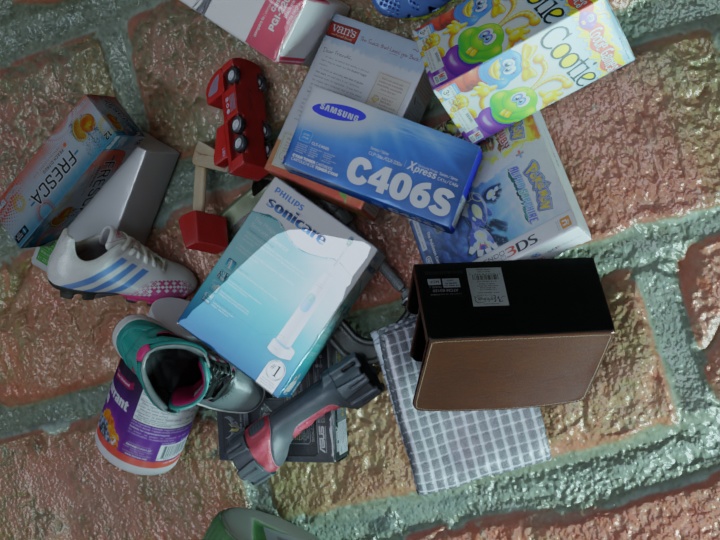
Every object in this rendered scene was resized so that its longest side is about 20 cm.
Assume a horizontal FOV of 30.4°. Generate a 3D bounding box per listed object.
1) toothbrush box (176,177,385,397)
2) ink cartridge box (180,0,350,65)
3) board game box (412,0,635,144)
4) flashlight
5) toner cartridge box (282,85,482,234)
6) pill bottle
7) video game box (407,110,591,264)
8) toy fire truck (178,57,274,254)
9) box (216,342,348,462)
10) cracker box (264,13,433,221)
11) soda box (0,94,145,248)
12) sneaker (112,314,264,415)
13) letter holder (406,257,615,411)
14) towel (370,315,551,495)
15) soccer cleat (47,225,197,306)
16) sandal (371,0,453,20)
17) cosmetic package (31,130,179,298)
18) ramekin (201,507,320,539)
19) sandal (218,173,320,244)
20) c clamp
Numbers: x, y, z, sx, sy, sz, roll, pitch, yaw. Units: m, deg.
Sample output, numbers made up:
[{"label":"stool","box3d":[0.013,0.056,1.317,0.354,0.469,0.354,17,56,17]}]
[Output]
[{"label":"toothbrush box","box3d":[-0.087,0.020,1.495,0.146,0.085,0.201,34,91,9]},{"label":"ink cartridge box","box3d":[-0.130,-0.322,1.528,0.199,0.145,0.085,32,106,14]},{"label":"board game box","box3d":[0.172,-0.241,1.413,0.198,0.103,0.106,-27,48,13]},{"label":"flashlight","box3d":[-0.063,0.174,1.544,0.199,0.068,0.068,-33,78,15]},{"label":"toner cartridge box","box3d":[0.024,-0.120,1.437,0.198,0.043,0.096,21,84,10]},{"label":"pill bottle","box3d":[-0.245,0.139,1.614,0.111,0.111,0.202,30,115,15]},{"label":"video game box","box3d":[0.138,-0.083,1.466,0.181,0.047,0.202,-28,62,19]},{"label":"toy fire truck","box3d":[-0.165,-0.137,1.587,0.140,0.048,0.202,-30,60,42]},{"label":"box","box3d":[-0.099,0.130,1.610,0.156,0.048,0.203,-3,93,21]},{"label":"cracker box","box3d":[-0.006,-0.175,1.511,0.133,0.058,0.202,23,87,22]},{"label":"soda box","box3d":[-0.350,-0.117,1.586,0.200,0.063,0.069,-45,75,21]},{"label":"sneaker","box3d":[-0.181,0.123,1.494,0.199,0.121,0.084,28,97,-27]},{"label":"letter holder","box3d":[0.152,0.072,1.419,0.197,0.143,0.101,-2,51,-9]},{"label":"towel","box3d":[0.113,0.136,1.490,0.164,0.086,0.202,-16,88,1]},{"label":"soccer cleat","box3d":[-0.277,-0.008,1.590,0.070,0.198,0.087,38,118,46]},{"label":"sandal","box3d":[0.099,-0.332,1.475,0.198,0.087,0.081,-14,92,23]},{"label":"cosmetic package","box3d":[-0.319,-0.080,1.655,0.107,0.085,0.202,26,104,20]},{"label":"ramekin","box3d":[-0.108,0.363,1.560,0.198,0.200,0.099,27,95,16]},{"label":"sandal","box3d":[-0.102,-0.088,1.586,0.201,0.057,0.080,-43,80,19]},{"label":"c clamp","box3d":[0.000,0.000,1.548,0.170,0.027,0.201,-36,90,-7]}]
